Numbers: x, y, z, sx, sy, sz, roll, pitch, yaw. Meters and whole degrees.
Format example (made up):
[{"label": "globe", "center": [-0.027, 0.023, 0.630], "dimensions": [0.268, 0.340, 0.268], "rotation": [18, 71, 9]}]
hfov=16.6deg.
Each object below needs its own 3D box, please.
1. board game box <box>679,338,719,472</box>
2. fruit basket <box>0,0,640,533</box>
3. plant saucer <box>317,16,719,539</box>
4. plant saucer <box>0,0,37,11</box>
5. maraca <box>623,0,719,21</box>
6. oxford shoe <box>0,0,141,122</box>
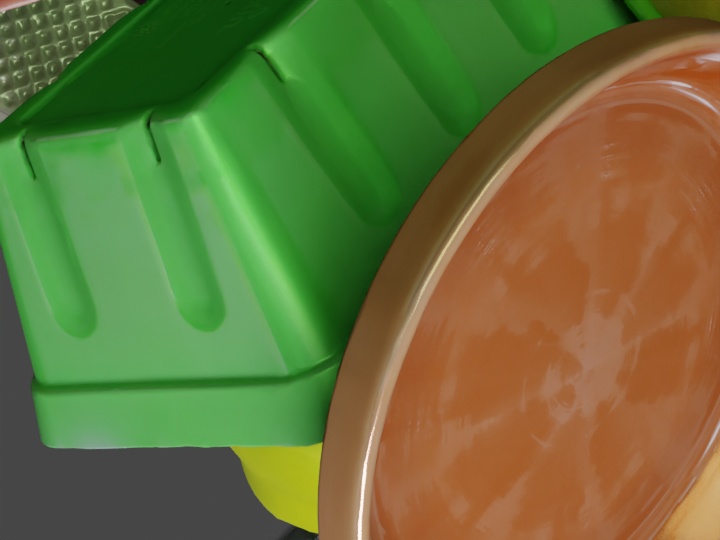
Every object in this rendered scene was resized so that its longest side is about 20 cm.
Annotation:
[{"label": "board game box", "center": [0.101, 0.069, 0.771], "dimensions": [0.200, 0.035, 0.127], "rotation": [33, 88, -47]}, {"label": "fruit basket", "center": [0.000, 0.000, 0.740], "dimensions": [0.215, 0.155, 0.217], "rotation": [5, 83, -47]}, {"label": "plant saucer", "center": [0.063, 0.028, 0.660], "dimensions": [0.200, 0.032, 0.201], "rotation": [-24, 127, -36]}, {"label": "plant saucer", "center": [-0.188, -0.141, 0.706], "dimensions": [0.199, 0.037, 0.201], "rotation": [-15, 77, 10]}, {"label": "maraca", "center": [0.120, -0.133, 0.719], "dimensions": [0.137, 0.107, 0.200], "rotation": [-39, 84, -5]}, {"label": "oxford shoe", "center": [-0.144, -0.091, 0.782], "dimensions": [0.200, 0.058, 0.075], "rotation": [30, 82, 5]}]
